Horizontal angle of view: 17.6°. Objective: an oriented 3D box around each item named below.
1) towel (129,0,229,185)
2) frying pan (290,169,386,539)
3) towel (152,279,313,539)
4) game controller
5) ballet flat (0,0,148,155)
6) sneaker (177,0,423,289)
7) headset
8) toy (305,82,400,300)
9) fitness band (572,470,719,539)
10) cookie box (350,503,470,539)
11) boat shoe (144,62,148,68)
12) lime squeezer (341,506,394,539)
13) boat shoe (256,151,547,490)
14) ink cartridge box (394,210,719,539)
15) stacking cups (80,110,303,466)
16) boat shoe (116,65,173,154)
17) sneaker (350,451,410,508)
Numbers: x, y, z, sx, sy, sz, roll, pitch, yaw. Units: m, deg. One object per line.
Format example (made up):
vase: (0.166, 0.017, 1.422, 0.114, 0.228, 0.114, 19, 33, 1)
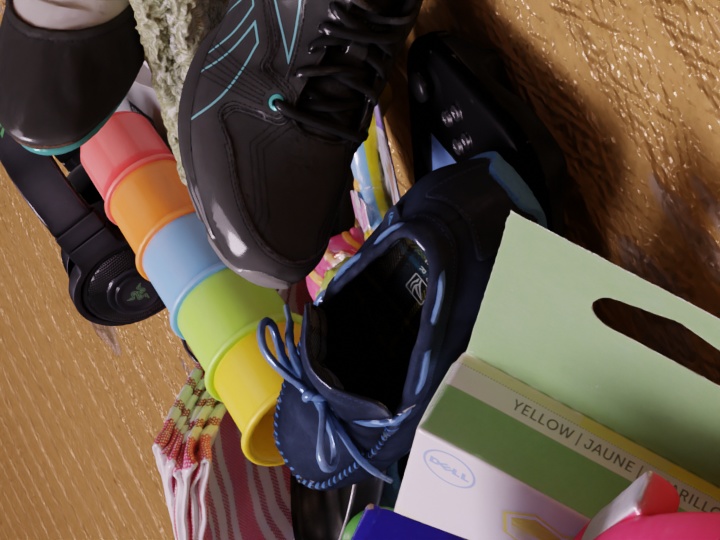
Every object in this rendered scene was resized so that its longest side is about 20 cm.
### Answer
towel: (-0.056, -0.141, 0.978, 0.036, 0.149, 0.201, 4, 126, 22)
frying pan: (-0.012, 0.053, 1.137, 0.115, 0.031, 0.191, 127, 146, -60)
towel: (-0.045, 0.082, 1.178, 0.030, 0.200, 0.147, 6, 130, 19)
game controller: (0.053, -0.002, 0.962, 0.105, 0.042, 0.201, -117, 15, -44)
ballet flat: (-0.109, -0.140, 0.978, 0.068, 0.201, 0.069, 8, 140, 15)
sneaker: (-0.019, -0.094, 0.911, 0.079, 0.075, 0.201, -7, 73, 53)
headset: (-0.114, -0.026, 1.226, 0.200, 0.094, 0.124, 51, -170, -26)
toy: (0.000, 0.000, 1.016, 0.115, 0.047, 0.201, -122, 25, -82)
fitness band: (0.136, 0.140, 0.834, 0.143, 0.038, 0.200, 33, 151, 2)
cookie box: (0.071, 0.191, 0.860, 0.170, 0.075, 0.200, 19, 148, 18)
boat shoe: (-0.077, -0.123, 1.097, 0.066, 0.073, 0.200, 55, -169, -15)
lime squeezer: (0.018, 0.154, 1.066, 0.071, 0.038, 0.201, 43, 144, 39)
boat shoe: (-0.001, 0.024, 0.920, 0.084, 0.069, 0.200, 45, 138, 19)
ink cartridge box: (0.092, 0.076, 0.866, 0.145, 0.048, 0.200, 28, 153, 9)
stacking cups: (-0.071, -0.001, 1.108, 0.200, 0.060, 0.061, 57, 160, 33)
boat shoe: (-0.074, -0.081, 1.180, 0.200, 0.063, 0.071, 41, 151, 49)
sneaker: (0.058, 0.142, 1.089, 0.200, 0.078, 0.090, 55, 155, 27)
